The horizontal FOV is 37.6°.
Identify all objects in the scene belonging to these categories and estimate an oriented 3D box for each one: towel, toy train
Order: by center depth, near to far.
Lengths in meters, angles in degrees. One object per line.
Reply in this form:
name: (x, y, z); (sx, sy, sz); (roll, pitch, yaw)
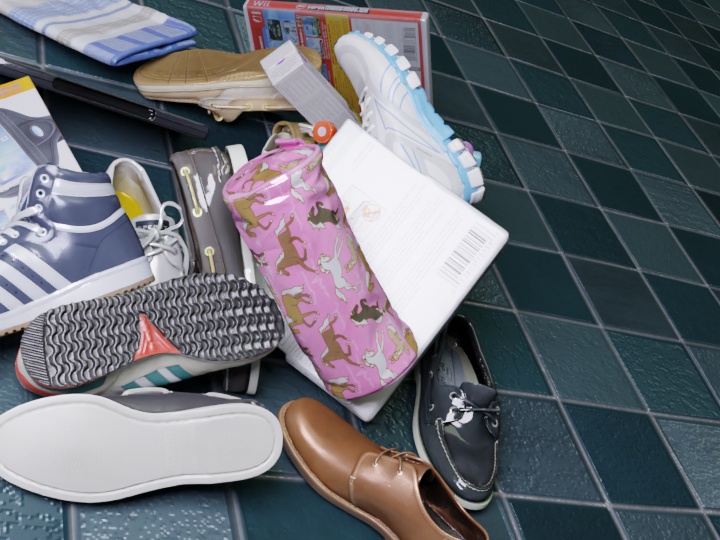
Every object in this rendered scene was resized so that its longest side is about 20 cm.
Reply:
toy train: (0.037, -0.109, 1.075); (0.200, 0.056, 0.150); (7, 3, -14)
towel: (-0.293, -0.275, 1.137); (0.200, 0.024, 0.147); (28, 32, 19)

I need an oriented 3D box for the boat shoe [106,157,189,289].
boat shoe: (-0.177, -0.021, 0.880); (0.074, 0.086, 0.202); (6, 43, -31)

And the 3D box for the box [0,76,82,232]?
box: (-0.288, -0.068, 0.855); (0.119, 0.042, 0.200); (-24, 55, -20)

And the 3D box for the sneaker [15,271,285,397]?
sneaker: (-0.157, 0.053, 0.783); (0.199, 0.093, 0.070); (-10, 77, -31)

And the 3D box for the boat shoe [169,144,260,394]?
boat shoe: (-0.115, 0.002, 0.844); (0.060, 0.202, 0.072); (-6, 8, -14)

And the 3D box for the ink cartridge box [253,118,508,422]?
ink cartridge box: (0.000, 0.000, 0.909); (0.173, 0.200, 0.044); (37, -3, 9)

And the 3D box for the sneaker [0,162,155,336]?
sneaker: (-0.255, -0.011, 0.757); (0.200, 0.070, 0.109); (-20, 97, -30)

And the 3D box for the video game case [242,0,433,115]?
video game case: (-0.021, -0.223, 1.149); (0.200, 0.143, 0.017); (8, 48, 14)

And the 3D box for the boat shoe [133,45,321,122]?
boat shoe: (-0.140, -0.192, 1.131); (0.200, 0.069, 0.074); (-2, 42, 1)

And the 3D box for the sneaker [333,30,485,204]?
sneaker: (0.025, -0.128, 0.962); (0.087, 0.075, 0.200); (-33, 79, -15)

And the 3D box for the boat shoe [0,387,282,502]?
boat shoe: (-0.157, 0.116, 0.744); (0.200, 0.074, 0.060); (-3, 3, -18)

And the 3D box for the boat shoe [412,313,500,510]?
boat shoe: (0.092, 0.115, 0.934); (0.074, 0.066, 0.200); (21, 35, -15)

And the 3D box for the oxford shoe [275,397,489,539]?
oxford shoe: (0.020, 0.158, 0.821); (0.200, 0.071, 0.071); (39, 36, 14)

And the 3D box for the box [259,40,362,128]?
box: (-0.034, -0.169, 1.122); (0.200, 0.041, 0.039); (38, 20, -55)

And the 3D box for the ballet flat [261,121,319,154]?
ballet flat: (-0.075, -0.100, 1.093); (0.063, 0.069, 0.200); (15, 27, -8)

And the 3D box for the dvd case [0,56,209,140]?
dvd case: (-0.252, -0.165, 1.009); (0.200, 0.018, 0.143); (17, 5, -22)

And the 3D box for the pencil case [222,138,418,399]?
pencil case: (-0.029, 0.000, 0.809); (0.087, 0.083, 0.200); (-95, 159, -66)
